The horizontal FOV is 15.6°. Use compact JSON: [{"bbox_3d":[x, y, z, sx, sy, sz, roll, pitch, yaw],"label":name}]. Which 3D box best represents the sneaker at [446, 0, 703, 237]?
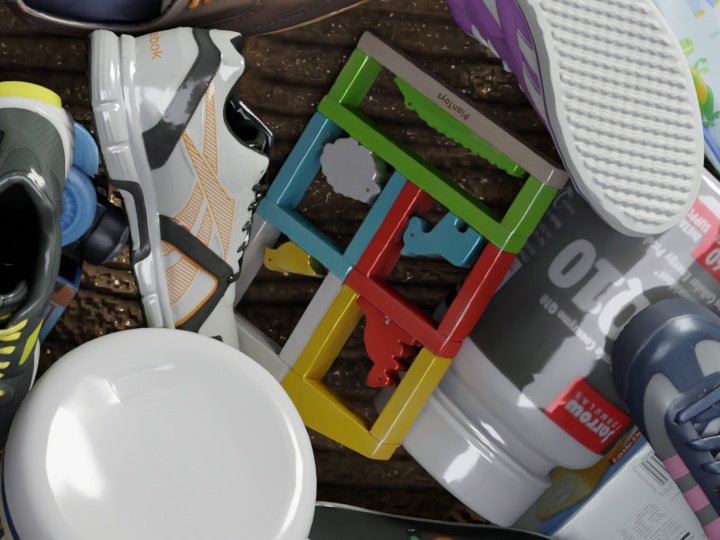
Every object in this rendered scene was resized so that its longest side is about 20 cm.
[{"bbox_3d":[0.096,-0.106,1.268,0.072,0.114,0.201,-21,87,-16],"label":"sneaker"}]

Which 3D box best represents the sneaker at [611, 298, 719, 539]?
[{"bbox_3d":[0.189,0.098,1.276,0.070,0.082,0.200,-36,124,0],"label":"sneaker"}]

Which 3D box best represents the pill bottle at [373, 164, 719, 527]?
[{"bbox_3d":[0.108,0.026,1.317,0.114,0.114,0.200,40,98,-17],"label":"pill bottle"}]

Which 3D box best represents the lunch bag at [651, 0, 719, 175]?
[{"bbox_3d":[0.229,-0.146,1.296,0.200,0.082,0.161,-34,110,4],"label":"lunch bag"}]

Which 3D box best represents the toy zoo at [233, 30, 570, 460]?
[{"bbox_3d":[0.000,0.000,1.300,0.131,0.020,0.200,37,103,27],"label":"toy zoo"}]

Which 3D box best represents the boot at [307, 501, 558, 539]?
[{"bbox_3d":[0.042,0.203,1.325,0.199,0.072,0.145,11,112,-8],"label":"boot"}]

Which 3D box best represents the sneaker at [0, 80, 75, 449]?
[{"bbox_3d":[-0.179,0.014,1.208,0.074,0.085,0.201,9,117,-9],"label":"sneaker"}]

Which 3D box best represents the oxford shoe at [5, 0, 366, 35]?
[{"bbox_3d":[-0.072,-0.139,1.254,0.199,0.073,0.072,-8,108,-5],"label":"oxford shoe"}]

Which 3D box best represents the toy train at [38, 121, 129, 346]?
[{"bbox_3d":[-0.212,-0.042,1.270,0.200,0.087,0.114,31,107,-16],"label":"toy train"}]

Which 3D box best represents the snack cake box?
[{"bbox_3d":[0.126,0.167,1.389,0.200,0.067,0.115,-45,109,7],"label":"snack cake box"}]

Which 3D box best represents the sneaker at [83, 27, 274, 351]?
[{"bbox_3d":[-0.075,-0.027,1.251,0.080,0.074,0.201,-11,126,-1],"label":"sneaker"}]

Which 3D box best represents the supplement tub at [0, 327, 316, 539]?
[{"bbox_3d":[-0.110,0.130,1.261,0.144,0.146,0.200,11,150,-11],"label":"supplement tub"}]
